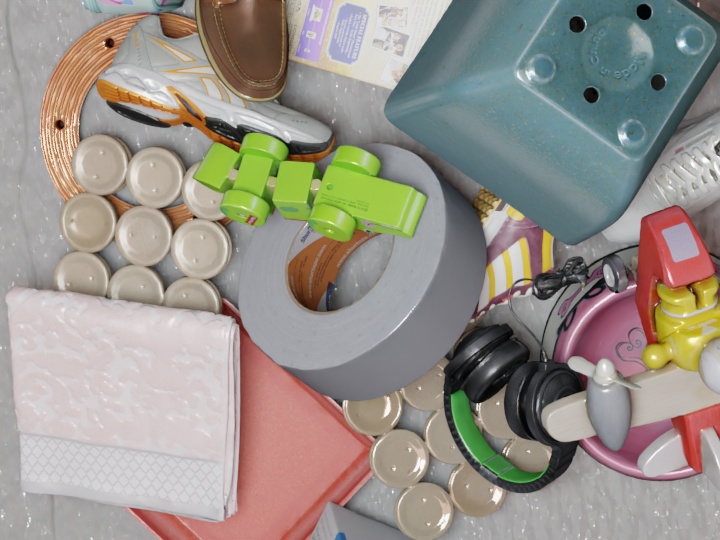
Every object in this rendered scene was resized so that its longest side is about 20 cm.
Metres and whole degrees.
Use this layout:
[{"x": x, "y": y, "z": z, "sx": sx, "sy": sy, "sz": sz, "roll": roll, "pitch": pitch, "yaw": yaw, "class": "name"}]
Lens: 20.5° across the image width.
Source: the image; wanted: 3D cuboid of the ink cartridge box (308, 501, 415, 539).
[{"x": 0.000, "y": 0.328, "z": 1.653, "sx": 0.144, "sy": 0.147, "sz": 0.201, "roll": 24, "pitch": 101, "yaw": -14, "class": "ink cartridge box"}]

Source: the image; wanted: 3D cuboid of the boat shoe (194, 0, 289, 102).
[{"x": -0.095, "y": -0.234, "z": 1.592, "sx": 0.072, "sy": 0.068, "sz": 0.201, "roll": -5, "pitch": 72, "yaw": -15, "class": "boat shoe"}]

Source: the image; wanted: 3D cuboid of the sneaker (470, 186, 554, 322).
[{"x": 0.108, "y": 0.008, "z": 1.629, "sx": 0.090, "sy": 0.075, "sz": 0.200, "roll": 33, "pitch": 94, "yaw": -14, "class": "sneaker"}]

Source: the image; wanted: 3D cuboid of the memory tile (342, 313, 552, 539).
[{"x": 0.066, "y": 0.115, "z": 1.673, "sx": 0.153, "sy": 0.017, "sz": 0.201, "roll": -25, "pitch": 95, "yaw": -6, "class": "memory tile"}]

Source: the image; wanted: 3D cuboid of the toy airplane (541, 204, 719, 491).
[{"x": 0.259, "y": 0.077, "z": 1.519, "sx": 0.199, "sy": 0.141, "sz": 0.201, "roll": 31, "pitch": 88, "yaw": -17, "class": "toy airplane"}]

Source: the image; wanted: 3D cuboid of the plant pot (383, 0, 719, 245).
[{"x": 0.164, "y": -0.151, "z": 1.502, "sx": 0.195, "sy": 0.200, "sz": 0.197, "roll": 34, "pitch": 84, "yaw": -9, "class": "plant pot"}]

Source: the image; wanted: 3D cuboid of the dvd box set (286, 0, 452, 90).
[{"x": 0.028, "y": -0.223, "z": 1.634, "sx": 0.199, "sy": 0.029, "sz": 0.147, "roll": 16, "pitch": 100, "yaw": 6, "class": "dvd box set"}]

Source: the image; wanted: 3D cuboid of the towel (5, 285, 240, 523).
[{"x": -0.197, "y": 0.112, "z": 1.660, "sx": 0.199, "sy": 0.032, "sz": 0.192, "roll": 8, "pitch": 115, "yaw": 13, "class": "towel"}]

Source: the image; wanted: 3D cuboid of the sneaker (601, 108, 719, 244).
[{"x": 0.273, "y": -0.086, "z": 1.597, "sx": 0.200, "sy": 0.081, "sz": 0.077, "roll": -35, "pitch": 95, "yaw": 13, "class": "sneaker"}]

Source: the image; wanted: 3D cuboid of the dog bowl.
[{"x": 0.245, "y": 0.082, "z": 1.632, "sx": 0.199, "sy": 0.074, "sz": 0.201, "roll": 1, "pitch": 100, "yaw": 8, "class": "dog bowl"}]

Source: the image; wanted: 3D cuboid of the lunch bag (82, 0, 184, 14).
[{"x": -0.184, "y": -0.305, "z": 1.585, "sx": 0.077, "sy": 0.160, "sz": 0.201, "roll": 0, "pitch": 100, "yaw": 8, "class": "lunch bag"}]

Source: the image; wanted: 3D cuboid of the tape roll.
[{"x": 0.000, "y": 0.000, "z": 1.596, "sx": 0.199, "sy": 0.066, "sz": 0.201, "roll": -18, "pitch": 54, "yaw": 27, "class": "tape roll"}]

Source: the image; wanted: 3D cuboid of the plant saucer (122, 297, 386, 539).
[{"x": -0.109, "y": 0.156, "z": 1.714, "sx": 0.200, "sy": 0.037, "sz": 0.200, "roll": 43, "pitch": 102, "yaw": 0, "class": "plant saucer"}]

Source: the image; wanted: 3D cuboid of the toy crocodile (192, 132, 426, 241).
[{"x": -0.043, "y": -0.061, "z": 1.571, "sx": 0.199, "sy": 0.062, "sz": 0.068, "roll": 10, "pitch": 71, "yaw": 20, "class": "toy crocodile"}]

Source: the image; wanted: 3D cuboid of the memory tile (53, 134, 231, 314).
[{"x": -0.183, "y": -0.005, "z": 1.671, "sx": 0.152, "sy": 0.017, "sz": 0.201, "roll": 12, "pitch": 98, "yaw": 11, "class": "memory tile"}]

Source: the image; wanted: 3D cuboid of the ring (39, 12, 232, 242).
[{"x": -0.174, "y": -0.117, "z": 1.687, "sx": 0.199, "sy": 0.019, "sz": 0.202, "roll": 1, "pitch": 99, "yaw": 7, "class": "ring"}]

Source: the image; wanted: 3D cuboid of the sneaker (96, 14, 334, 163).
[{"x": -0.109, "y": -0.152, "z": 1.623, "sx": 0.199, "sy": 0.076, "sz": 0.092, "roll": 20, "pitch": 73, "yaw": 3, "class": "sneaker"}]

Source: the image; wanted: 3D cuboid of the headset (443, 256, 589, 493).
[{"x": 0.134, "y": 0.083, "z": 1.601, "sx": 0.123, "sy": 0.094, "sz": 0.201, "roll": 34, "pitch": 133, "yaw": 30, "class": "headset"}]
